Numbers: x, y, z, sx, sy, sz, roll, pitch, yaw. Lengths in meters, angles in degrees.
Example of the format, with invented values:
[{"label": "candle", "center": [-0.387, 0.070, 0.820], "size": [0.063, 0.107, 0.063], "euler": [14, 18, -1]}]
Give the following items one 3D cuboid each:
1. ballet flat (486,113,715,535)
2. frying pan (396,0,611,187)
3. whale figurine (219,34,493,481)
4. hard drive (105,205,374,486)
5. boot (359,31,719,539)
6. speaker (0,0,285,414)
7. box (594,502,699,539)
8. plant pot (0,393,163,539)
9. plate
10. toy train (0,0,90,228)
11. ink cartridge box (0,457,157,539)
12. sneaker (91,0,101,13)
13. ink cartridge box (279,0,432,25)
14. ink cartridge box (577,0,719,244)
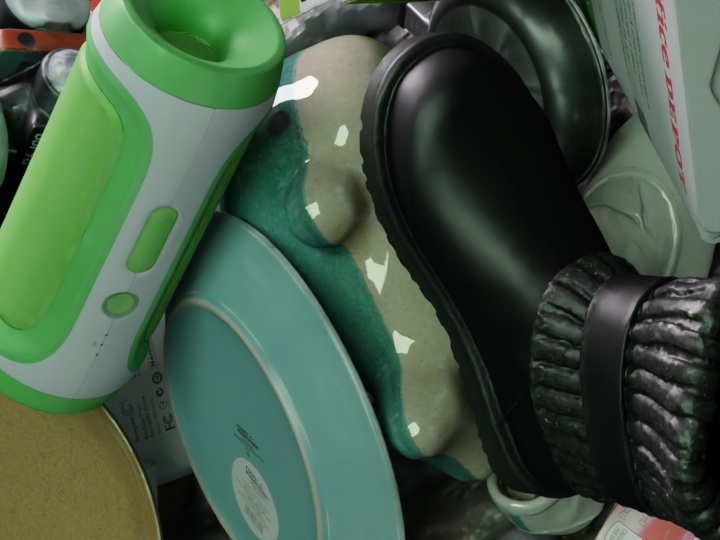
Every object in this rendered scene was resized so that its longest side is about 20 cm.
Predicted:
[{"label": "ballet flat", "center": [0.105, 0.022, 1.207], "size": [0.069, 0.069, 0.201], "euler": [21, 94, 26]}, {"label": "frying pan", "center": [0.046, -0.116, 1.237], "size": [0.190, 0.031, 0.115], "euler": [54, 145, 17]}, {"label": "whale figurine", "center": [0.000, 0.000, 1.189], "size": [0.104, 0.159, 0.201], "euler": [-22, 68, 20]}, {"label": "hard drive", "center": [-0.065, 0.020, 1.311], "size": [0.200, 0.027, 0.132], "euler": [-22, 76, 23]}, {"label": "boot", "center": [0.090, 0.003, 1.064], "size": [0.158, 0.079, 0.212], "euler": [4, 121, 64]}, {"label": "speaker", "center": [-0.102, -0.032, 1.165], "size": [0.088, 0.088, 0.200], "euler": [46, 129, 22]}, {"label": "box", "center": [0.201, 0.062, 1.140], "size": [0.103, 0.095, 0.200], "euler": [35, 101, 24]}, {"label": "plant pot", "center": [-0.171, 0.124, 1.273], "size": [0.199, 0.027, 0.201], "euler": [4, 100, 26]}, {"label": "plate", "center": [-0.043, 0.072, 1.200], "size": [0.200, 0.026, 0.201], "euler": [44, 146, 41]}, {"label": "toy train", "center": [-0.168, -0.057, 1.282], "size": [0.200, 0.085, 0.114], "euler": [-55, 43, 50]}, {"label": "ink cartridge box", "center": [-0.152, 0.187, 1.318], "size": [0.109, 0.050, 0.201], "euler": [4, 101, 26]}, {"label": "sneaker", "center": [-0.151, -0.120, 1.349], "size": [0.108, 0.067, 0.202], "euler": [-34, 83, 38]}, {"label": "ink cartridge box", "center": [0.017, -0.189, 1.186], "size": [0.075, 0.200, 0.148], "euler": [-5, 90, -16]}, {"label": "ink cartridge box", "center": [0.140, -0.128, 1.104], "size": [0.084, 0.146, 0.200], "euler": [-15, 36, -3]}]
